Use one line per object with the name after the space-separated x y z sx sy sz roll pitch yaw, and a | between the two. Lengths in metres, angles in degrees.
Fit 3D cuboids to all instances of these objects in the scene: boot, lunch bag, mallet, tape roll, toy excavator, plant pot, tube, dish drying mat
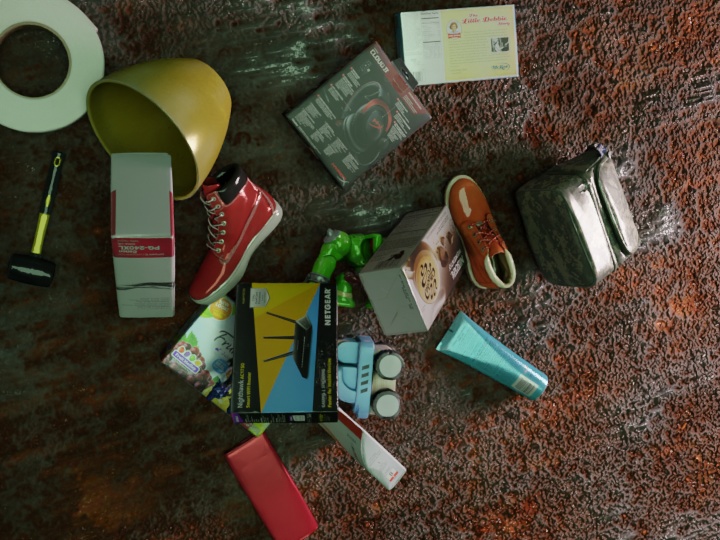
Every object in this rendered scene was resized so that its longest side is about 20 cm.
-0.219 -0.057 1.297 0.200 0.072 0.144 -56 141 -9 | boot
0.202 -0.063 1.431 0.075 0.107 0.201 -23 101 -10 | boot
0.378 -0.093 1.467 0.167 0.139 0.201 -32 106 -26 | lunch bag
-0.474 -0.078 1.273 0.066 0.041 0.201 6 92 -20 | mallet
-0.467 -0.298 1.243 0.202 0.037 0.204 -2 98 -15 | tape roll
-0.034 0.140 1.403 0.199 0.100 0.196 3 95 -8 | toy excavator
-0.268 -0.223 1.247 0.200 0.200 0.142 49 55 -16 | plant pot
0.231 0.154 1.501 0.200 0.050 0.078 33 84 -13 | tube
-0.146 0.364 1.434 0.077 0.018 0.201 -30 103 -11 | dish drying mat

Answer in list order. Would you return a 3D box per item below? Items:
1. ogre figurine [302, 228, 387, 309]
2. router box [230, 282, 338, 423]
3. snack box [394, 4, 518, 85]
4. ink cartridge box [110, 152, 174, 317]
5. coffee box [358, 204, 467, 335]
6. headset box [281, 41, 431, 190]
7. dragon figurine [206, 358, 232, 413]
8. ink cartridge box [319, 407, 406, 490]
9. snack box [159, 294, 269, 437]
0.000 0.000 1.383 0.199 0.098 0.121 7 91 -19 | ogre figurine
-0.106 0.116 1.239 0.148 0.051 0.201 -1 60 -3 | router box
0.157 -0.365 1.412 0.199 0.037 0.117 -8 101 -15 | snack box
-0.304 -0.045 1.219 0.083 0.200 0.146 -2 56 -14 | ink cartridge box
0.087 -0.003 1.352 0.200 0.079 0.113 -51 125 -50 | coffee box
0.001 -0.247 1.352 0.200 0.075 0.149 -40 106 0 | headset box
-0.146 0.132 1.304 0.200 0.099 0.059 -41 106 -9 | dragon figurine
-0.033 0.242 1.343 0.050 0.162 0.200 -50 128 -6 | ink cartridge box
-0.194 0.145 1.372 0.200 0.053 0.142 41 84 -17 | snack box
